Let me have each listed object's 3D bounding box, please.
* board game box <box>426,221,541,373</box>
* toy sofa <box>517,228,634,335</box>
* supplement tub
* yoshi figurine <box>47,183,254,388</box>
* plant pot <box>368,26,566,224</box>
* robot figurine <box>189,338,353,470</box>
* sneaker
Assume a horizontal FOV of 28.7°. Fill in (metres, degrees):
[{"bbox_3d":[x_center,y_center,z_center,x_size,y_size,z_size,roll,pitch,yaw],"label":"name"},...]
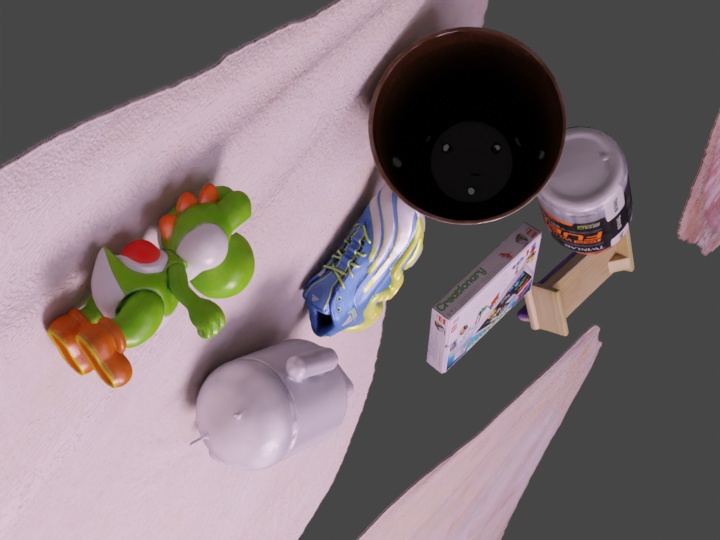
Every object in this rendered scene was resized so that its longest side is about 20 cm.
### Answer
[{"bbox_3d":[0.168,0.037,1.916,0.200,0.035,0.127,-41,154,-28],"label":"board game box"},{"bbox_3d":[0.320,0.005,2.133,0.200,0.097,0.083,-39,129,-32],"label":"toy sofa"},{"bbox_3d":[0.297,-0.098,1.862,0.123,0.122,0.200,-51,157,-6],"label":"supplement tub"},{"bbox_3d":[-0.155,0.019,1.176,0.200,0.112,0.112,-46,173,-24],"label":"yoshi figurine"},{"bbox_3d":[0.109,-0.127,1.415,0.187,0.187,0.200,-53,173,-1],"label":"plant pot"},{"bbox_3d":[-0.091,0.137,1.446,0.170,0.113,0.200,-50,163,30],"label":"robot figurine"},{"bbox_3d":[0.000,0.000,1.479,0.105,0.076,0.201,-30,148,-44],"label":"sneaker"}]
